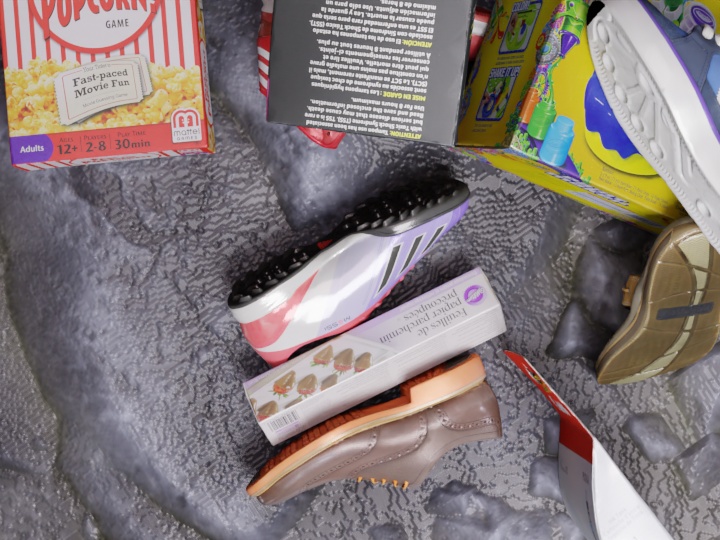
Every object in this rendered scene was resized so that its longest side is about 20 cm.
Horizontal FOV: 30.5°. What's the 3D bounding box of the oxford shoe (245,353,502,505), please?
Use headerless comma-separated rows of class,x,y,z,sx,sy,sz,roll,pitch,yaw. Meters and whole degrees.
oxford shoe,0.012,0.135,0.973,0.198,0.071,0.074,-25,93,1

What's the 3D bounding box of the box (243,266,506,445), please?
box,0.011,0.064,0.977,0.198,0.042,0.039,-27,55,-1

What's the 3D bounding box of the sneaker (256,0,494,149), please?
sneaker,0.018,-0.147,0.987,0.197,0.078,0.117,8,105,4

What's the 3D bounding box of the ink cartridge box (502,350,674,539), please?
ink cartridge box,0.154,0.148,0.922,0.047,0.160,0.201,-39,88,0

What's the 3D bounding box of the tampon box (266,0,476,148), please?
tampon box,0.016,-0.201,0.849,0.124,0.150,0.203,8,110,3

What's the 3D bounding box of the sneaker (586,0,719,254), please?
sneaker,0.246,-0.113,0.817,0.146,0.081,0.201,-33,87,-12

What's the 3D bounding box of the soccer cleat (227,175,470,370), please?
soccer cleat,0.000,0.000,0.985,0.198,0.068,0.074,-30,112,-2

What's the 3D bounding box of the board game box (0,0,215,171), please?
board game box,-0.193,-0.184,0.995,0.149,0.046,0.203,-6,89,2

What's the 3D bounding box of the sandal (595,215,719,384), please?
sandal,0.213,0.017,0.923,0.079,0.201,0.055,-4,54,-7

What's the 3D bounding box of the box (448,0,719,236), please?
box,0.194,-0.140,0.915,0.198,0.122,0.195,20,90,-18
